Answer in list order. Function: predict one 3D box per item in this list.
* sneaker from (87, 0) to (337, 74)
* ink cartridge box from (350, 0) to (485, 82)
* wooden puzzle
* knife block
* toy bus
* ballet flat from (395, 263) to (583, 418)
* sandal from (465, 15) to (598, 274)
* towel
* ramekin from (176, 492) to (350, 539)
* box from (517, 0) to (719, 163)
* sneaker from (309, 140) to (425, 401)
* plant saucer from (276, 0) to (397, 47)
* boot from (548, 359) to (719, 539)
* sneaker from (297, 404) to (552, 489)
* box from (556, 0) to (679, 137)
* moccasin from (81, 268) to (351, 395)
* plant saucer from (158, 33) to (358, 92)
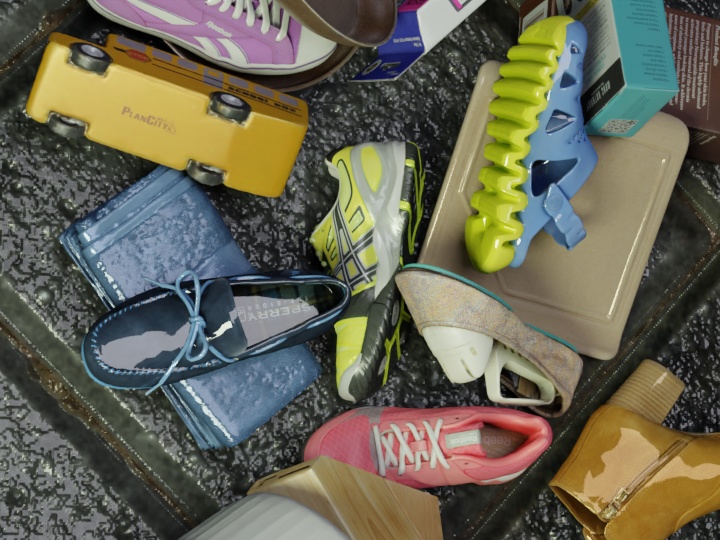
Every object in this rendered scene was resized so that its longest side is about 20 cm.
[{"bbox_3d":[-0.095,-0.200,1.577,0.199,0.114,0.073,11,73,-20],"label":"sneaker"},{"bbox_3d":[0.073,-0.220,1.678,0.200,0.095,0.037,-44,108,-13],"label":"ink cartridge box"},{"bbox_3d":[0.146,-0.046,1.695,0.184,0.037,0.201,15,96,-18],"label":"wooden puzzle"},{"bbox_3d":[0.012,0.240,1.546,0.200,0.064,0.177,26,50,-46],"label":"knife block"},{"bbox_3d":[-0.140,-0.119,1.586,0.199,0.078,0.065,18,114,-11],"label":"toy bus"},{"bbox_3d":[0.098,0.060,1.630,0.199,0.068,0.068,28,65,-36],"label":"ballet flat"},{"bbox_3d":[0.140,-0.092,1.630,0.087,0.080,0.201,7,107,-20],"label":"sandal"},{"bbox_3d":[-0.122,0.026,1.590,0.111,0.049,0.200,-36,92,-24],"label":"towel"},{"bbox_3d":[-0.056,0.250,1.490,0.098,0.200,0.201,-37,93,-32],"label":"ramekin"},{"bbox_3d":[0.227,-0.160,1.758,0.199,0.075,0.101,11,74,-17],"label":"box"},{"bbox_3d":[0.000,0.000,1.643,0.076,0.075,0.201,6,77,13],"label":"sneaker"},{"bbox_3d":[-0.043,-0.248,1.602,0.200,0.032,0.201,42,32,-33],"label":"plant saucer"},{"bbox_3d":[0.252,0.182,1.701,0.201,0.071,0.144,38,73,-6],"label":"boot"},{"bbox_3d":[0.052,0.127,1.615,0.199,0.087,0.074,-5,79,-22],"label":"sneaker"},{"bbox_3d":[0.191,-0.210,1.666,0.049,0.082,0.201,2,67,-22],"label":"box"},{"bbox_3d":[-0.100,0.029,1.534,0.199,0.068,0.081,-19,85,-24],"label":"moccasin"},{"bbox_3d":[-0.085,-0.229,1.668,0.199,0.037,0.202,4,77,-20],"label":"plant saucer"}]
